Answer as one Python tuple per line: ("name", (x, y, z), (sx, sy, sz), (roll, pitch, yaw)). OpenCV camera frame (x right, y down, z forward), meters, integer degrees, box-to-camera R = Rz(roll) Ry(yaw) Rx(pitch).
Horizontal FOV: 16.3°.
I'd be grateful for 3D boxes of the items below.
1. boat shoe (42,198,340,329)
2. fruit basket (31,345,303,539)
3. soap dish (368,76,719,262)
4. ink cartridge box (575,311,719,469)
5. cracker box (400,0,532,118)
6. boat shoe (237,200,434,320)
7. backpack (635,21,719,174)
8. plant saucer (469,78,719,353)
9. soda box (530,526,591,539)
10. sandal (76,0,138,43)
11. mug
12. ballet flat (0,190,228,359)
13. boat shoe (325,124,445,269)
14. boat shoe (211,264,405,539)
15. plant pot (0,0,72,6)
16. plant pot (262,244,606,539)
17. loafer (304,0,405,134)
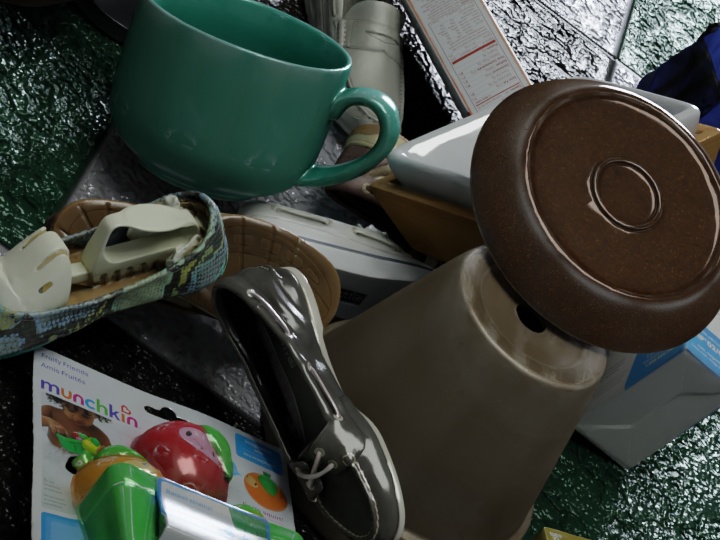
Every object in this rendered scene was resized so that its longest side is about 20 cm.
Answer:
("boat shoe", (-0.112, -0.005, 1.639), (0.199, 0.072, 0.072), (11, -1, -19))
("fruit basket", (-0.109, 0.134, 1.480), (0.185, 0.094, 0.200), (25, 35, -23))
("soap dish", (0.131, -0.062, 1.749), (0.200, 0.082, 0.157), (-24, 26, -30))
("ink cartridge box", (0.217, 0.035, 1.876), (0.068, 0.115, 0.200), (37, 34, -26))
("cracker box", (0.091, -0.161, 1.964), (0.200, 0.058, 0.134), (64, 2, 27))
("boat shoe", (0.000, 0.000, 1.754), (0.199, 0.072, 0.066), (14, 48, -23))
("backpack", (0.271, -0.078, 1.986), (0.162, 0.200, 0.168), (22, 48, -39))
("plant saucer", (0.166, -0.044, 1.634), (0.200, 0.034, 0.201), (12, 60, -21))
("soda box", (0.187, 0.236, 1.683), (0.199, 0.064, 0.068), (18, 42, -31))
("sandal", (-0.126, -0.178, 1.839), (0.200, 0.043, 0.076), (34, 35, -11))
("mug", (-0.085, -0.110, 1.711), (0.152, 0.115, 0.185), (2, 26, -46))
("ballet flat", (-0.171, -0.004, 1.533), (0.199, 0.074, 0.074), (-21, 67, -29))
("boat shoe", (0.059, -0.020, 1.831), (0.200, 0.072, 0.072), (40, 60, -15))
("boat shoe", (-0.038, 0.087, 1.558), (0.057, 0.067, 0.201), (-5, 61, -40))
("plant pot", (-0.230, -0.250, 1.752), (0.200, 0.093, 0.201), (12, 47, -13))
("plant pot", (0.063, 0.080, 1.635), (0.200, 0.174, 0.200), (25, 39, -22))
("loafer", (0.001, -0.179, 1.941), (0.070, 0.070, 0.200), (15, 43, -33))
